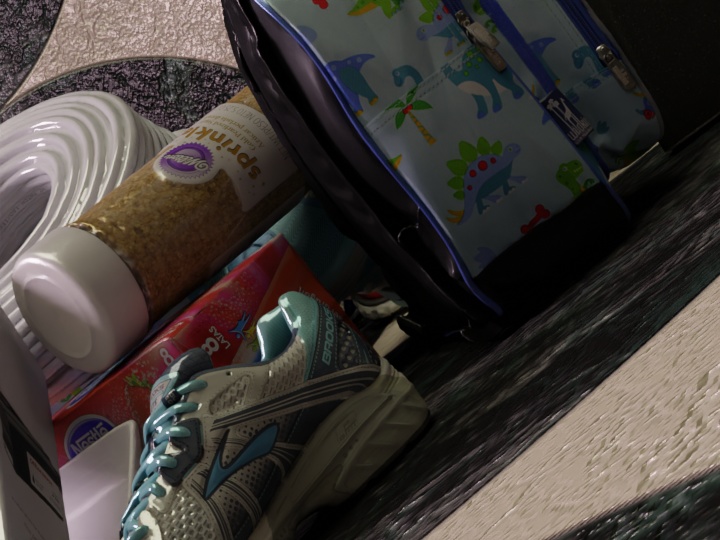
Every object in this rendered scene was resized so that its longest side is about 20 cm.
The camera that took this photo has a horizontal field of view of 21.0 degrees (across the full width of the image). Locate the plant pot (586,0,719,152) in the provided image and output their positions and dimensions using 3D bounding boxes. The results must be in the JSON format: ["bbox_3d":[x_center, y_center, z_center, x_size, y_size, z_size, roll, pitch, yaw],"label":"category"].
[{"bbox_3d":[0.192,-0.209,1.007,0.199,0.178,0.200,-37,3,21],"label":"plant pot"}]

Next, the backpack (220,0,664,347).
[{"bbox_3d":[0.034,-0.084,0.910,0.147,0.201,0.183,-40,3,-8],"label":"backpack"}]

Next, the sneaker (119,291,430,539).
[{"bbox_3d":[-0.063,0.083,0.755,0.200,0.087,0.077,-43,4,-40],"label":"sneaker"}]

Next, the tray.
[{"bbox_3d":[-0.153,0.158,0.957,0.200,0.022,0.108,-36,46,46],"label":"tray"}]

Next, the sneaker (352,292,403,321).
[{"bbox_3d":[0.000,-0.025,1.276,0.077,0.085,0.200,-39,21,-18],"label":"sneaker"}]

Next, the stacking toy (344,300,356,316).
[{"bbox_3d":[-0.014,0.000,1.432,0.199,0.086,0.085,-33,-1,-43],"label":"stacking toy"}]

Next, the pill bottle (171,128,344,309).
[{"bbox_3d":[-0.090,-0.008,1.274,0.116,0.116,0.200,-39,35,6],"label":"pill bottle"}]

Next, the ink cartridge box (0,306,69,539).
[{"bbox_3d":[-0.214,0.115,0.886,0.143,0.085,0.201,-22,42,3],"label":"ink cartridge box"}]

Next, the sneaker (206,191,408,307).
[{"bbox_3d":[0.000,0.000,1.081,0.079,0.131,0.201,22,64,37],"label":"sneaker"}]

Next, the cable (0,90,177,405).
[{"bbox_3d":[-0.181,-0.011,1.059,0.199,0.069,0.201,15,67,51],"label":"cable"}]

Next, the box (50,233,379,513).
[{"bbox_3d":[-0.088,0.080,0.976,0.200,0.096,0.100,-36,6,46],"label":"box"}]

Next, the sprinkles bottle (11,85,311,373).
[{"bbox_3d":[-0.083,-0.031,0.972,0.200,0.068,0.068,-42,5,-37],"label":"sprinkles bottle"}]

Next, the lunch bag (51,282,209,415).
[{"bbox_3d":[-0.117,0.053,1.134,0.199,0.161,0.083,-37,27,8],"label":"lunch bag"}]
